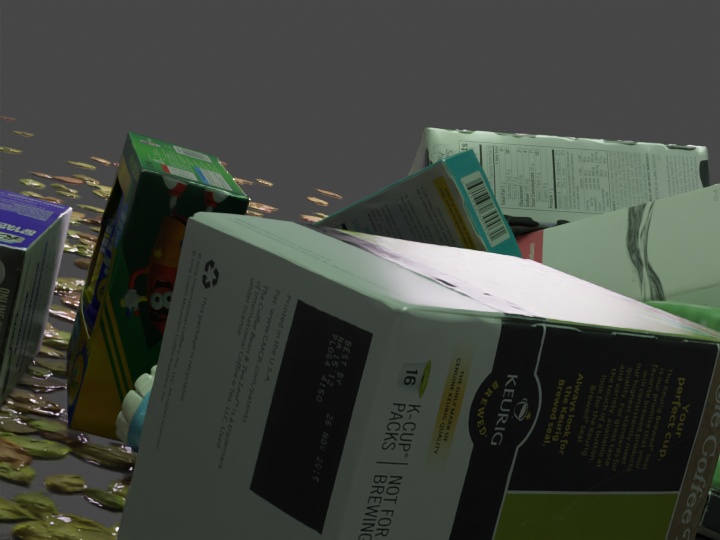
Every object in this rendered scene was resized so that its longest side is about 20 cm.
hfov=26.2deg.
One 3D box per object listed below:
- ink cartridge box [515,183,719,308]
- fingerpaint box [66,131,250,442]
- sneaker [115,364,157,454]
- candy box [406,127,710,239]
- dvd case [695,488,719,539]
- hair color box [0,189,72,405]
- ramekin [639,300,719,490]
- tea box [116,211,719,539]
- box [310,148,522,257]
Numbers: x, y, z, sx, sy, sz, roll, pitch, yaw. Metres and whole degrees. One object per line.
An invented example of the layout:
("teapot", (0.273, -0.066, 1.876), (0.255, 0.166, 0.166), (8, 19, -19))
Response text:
("ink cartridge box", (0.198, 0.029, 1.017), (0.199, 0.083, 0.147), (-14, -41, 26))
("fingerpaint box", (-0.140, 0.007, 1.018), (0.073, 0.167, 0.200), (15, 9, -14))
("sneaker", (-0.045, 0.109, 0.918), (0.199, 0.079, 0.090), (2, 32, -37))
("candy box", (0.127, -0.029, 1.105), (0.199, 0.072, 0.168), (3, -22, -8))
("dvd case", (0.168, 0.142, 0.892), (0.150, 0.025, 0.200), (26, -13, -34))
("hair color box", (-0.238, 0.016, 0.992), (0.065, 0.110, 0.200), (13, 8, -7))
("ramekin", (0.217, 0.092, 0.891), (0.199, 0.098, 0.200), (18, -11, 4))
("tea box", (0.022, 0.097, 0.605), (0.196, 0.201, 0.133), (9, 10, -40))
("box", (0.000, 0.000, 1.007), (0.200, 0.083, 0.049), (-25, 1, 30))
